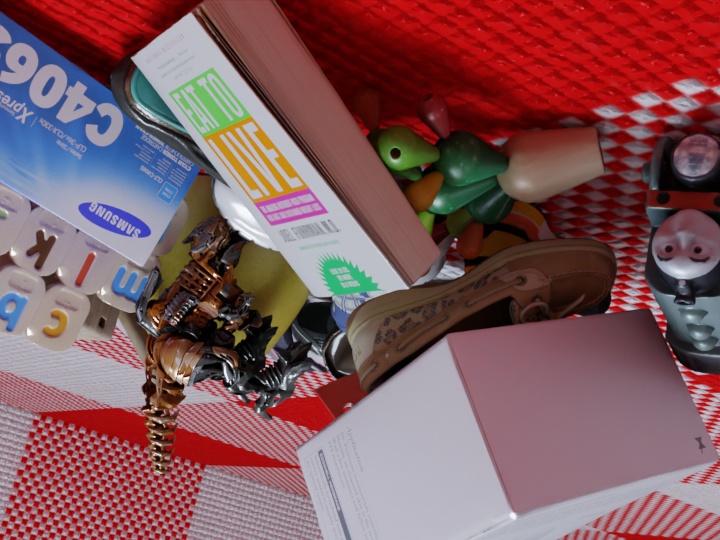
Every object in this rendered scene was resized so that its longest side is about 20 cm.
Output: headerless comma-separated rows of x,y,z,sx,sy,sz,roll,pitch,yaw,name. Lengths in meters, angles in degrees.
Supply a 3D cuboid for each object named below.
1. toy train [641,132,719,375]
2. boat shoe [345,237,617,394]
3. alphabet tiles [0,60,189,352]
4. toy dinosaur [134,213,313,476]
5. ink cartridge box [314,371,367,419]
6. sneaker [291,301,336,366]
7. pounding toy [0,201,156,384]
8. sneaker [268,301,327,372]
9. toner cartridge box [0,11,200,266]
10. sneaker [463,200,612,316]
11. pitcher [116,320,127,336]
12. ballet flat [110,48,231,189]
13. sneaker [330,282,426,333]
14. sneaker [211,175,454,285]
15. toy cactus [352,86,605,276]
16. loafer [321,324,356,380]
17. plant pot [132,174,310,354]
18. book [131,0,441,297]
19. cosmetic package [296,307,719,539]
0.227,-0.008,0.730,0.085,0.115,0.200,4,161,25,toy train
0.090,0.037,0.798,0.198,0.063,0.074,-20,136,7,boat shoe
-0.222,-0.045,0.829,0.199,0.197,0.015,28,177,-41,alphabet tiles
-0.125,0.060,0.903,0.135,0.201,0.102,18,-153,-32,toy dinosaur
0.071,0.083,0.964,0.109,0.199,0.051,49,151,37,ink cartridge box
0.024,0.058,1.187,0.198,0.081,0.087,8,142,12,sneaker
-0.250,-0.014,0.945,0.198,0.186,0.142,3,160,30,pounding toy
-0.092,0.073,1.293,0.081,0.071,0.200,5,160,15,sneaker
-0.210,-0.092,0.785,0.200,0.095,0.043,35,173,-40,toner cartridge box
0.138,0.016,0.909,0.070,0.091,0.200,-1,158,37,sneaker
-0.206,0.036,1.198,0.199,0.122,0.171,12,164,47,pitcher
-0.089,-0.092,0.801,0.199,0.068,0.068,35,164,-27,ballet flat
0.000,0.000,1.029,0.088,0.076,0.200,34,158,-6,sneaker
-0.015,-0.054,0.874,0.198,0.075,0.087,13,149,-14,sneaker
0.075,-0.066,0.744,0.164,0.103,0.200,-12,153,14,toy cactus
0.038,0.067,1.098,0.199,0.071,0.073,-22,103,30,loafer
-0.138,0.017,1.032,0.198,0.143,0.200,12,163,4,plant pot
-0.049,-0.073,0.700,0.200,0.048,0.133,53,155,-15,book
0.097,0.127,0.790,0.198,0.124,0.200,-4,156,-38,cosmetic package
